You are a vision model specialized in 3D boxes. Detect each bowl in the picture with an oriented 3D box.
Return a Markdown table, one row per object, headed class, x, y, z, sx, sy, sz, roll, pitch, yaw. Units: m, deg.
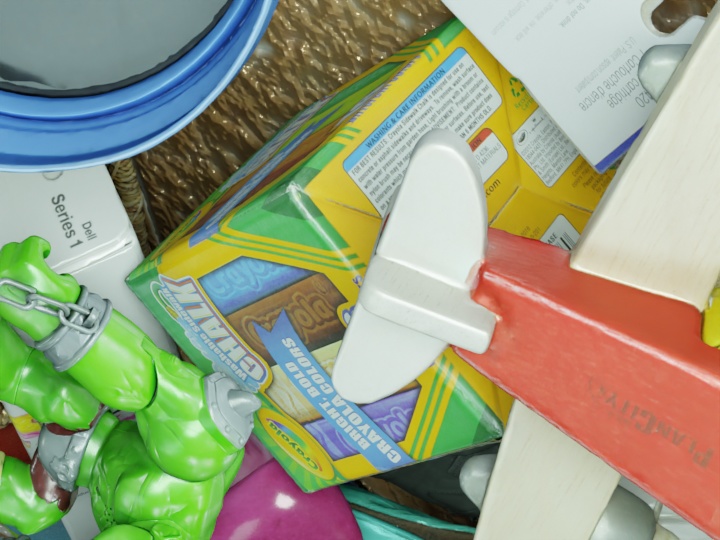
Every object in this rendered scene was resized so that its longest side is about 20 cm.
| class | x | y | z | sx | sy | sz | roll | pitch | yaw |
| --- | --- | --- | --- | --- | --- | --- | --- | --- | --- |
| bowl | -0.112 | -0.131 | 0.607 | 0.198 | 0.039 | 0.203 | 6 | 114 | 12 |

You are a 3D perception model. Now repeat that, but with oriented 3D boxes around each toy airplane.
| class | x | y | z | sx | sy | sz | roll | pitch | yaw |
| --- | --- | --- | --- | --- | --- | --- | --- | --- | --- |
| toy airplane | 0.092 | 0.022 | 0.619 | 0.199 | 0.141 | 0.201 | -16 | 100 | 36 |

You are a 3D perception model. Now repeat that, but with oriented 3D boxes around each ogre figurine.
| class | x | y | z | sx | sy | sz | roll | pitch | yaw |
| --- | --- | --- | --- | --- | --- | --- | --- | --- | --- |
| ogre figurine | -0.111 | 0.081 | 0.783 | 0.119 | 0.098 | 0.202 | 19 | 110 | -2 |

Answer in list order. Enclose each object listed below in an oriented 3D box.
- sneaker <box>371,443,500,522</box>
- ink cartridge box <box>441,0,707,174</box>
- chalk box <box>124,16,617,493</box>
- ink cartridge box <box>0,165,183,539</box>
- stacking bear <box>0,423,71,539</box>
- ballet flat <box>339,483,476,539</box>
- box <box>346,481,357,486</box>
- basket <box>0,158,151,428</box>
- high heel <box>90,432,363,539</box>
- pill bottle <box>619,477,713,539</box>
| class | x | y | z | sx | sy | sz | roll | pitch | yaw |
| --- | --- | --- | --- | --- | --- | --- | --- | --- | --- |
| sneaker | 0.028 | 0.080 | 0.900 | 0.091 | 0.076 | 0.199 | 46 | 155 | -24 |
| ink cartridge box | 0.063 | -0.151 | 0.602 | 0.200 | 0.047 | 0.198 | 44 | 148 | -3 |
| chalk box | 0.000 | 0.000 | 0.779 | 0.124 | 0.125 | 0.200 | 50 | 148 | -11 |
| ink cartridge box | -0.140 | 0.014 | 0.896 | 0.201 | 0.083 | 0.145 | 77 | 167 | -51 |
| stacking bear | -0.169 | 0.133 | 1.170 | 0.113 | 0.121 | 0.201 | 31 | 157 | 34 |
| ballet flat | 0.047 | 0.147 | 0.893 | 0.198 | 0.068 | 0.070 | 21 | -177 | 15 |
| box | -0.028 | 0.150 | 1.089 | 0.200 | 0.032 | 0.121 | 50 | 149 | -11 |
| basket | -0.206 | 0.002 | 1.009 | 0.148 | 0.143 | 0.201 | 28 | 146 | 24 |
| high heel | -0.086 | 0.150 | 0.873 | 0.096 | 0.067 | 0.200 | 45 | 119 | 12 |
| pill bottle | 0.119 | 0.177 | 0.769 | 0.113 | 0.202 | 0.115 | -1 | 157 | 0 |
